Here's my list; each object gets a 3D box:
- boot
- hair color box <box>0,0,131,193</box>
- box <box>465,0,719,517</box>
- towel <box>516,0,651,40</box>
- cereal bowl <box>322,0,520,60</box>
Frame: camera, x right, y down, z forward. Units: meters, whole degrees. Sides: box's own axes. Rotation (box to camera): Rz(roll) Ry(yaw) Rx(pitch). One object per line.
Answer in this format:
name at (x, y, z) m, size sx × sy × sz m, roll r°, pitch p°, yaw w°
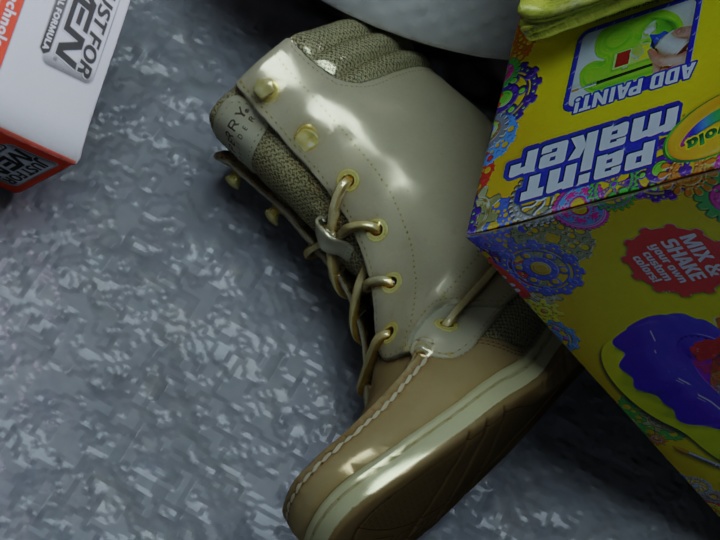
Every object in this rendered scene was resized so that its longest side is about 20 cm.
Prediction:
boot at (0.000, 0.000, 0.909) m, size 0.155 × 0.073 × 0.200 m, roll 41°, pitch 51°, yaw 10°
hair color box at (-0.178, -0.112, 0.887) m, size 0.200 × 0.061 × 0.102 m, roll 25°, pitch 69°, yaw -22°
box at (0.155, -0.038, 0.897) m, size 0.200 × 0.122 × 0.193 m, roll 47°, pitch 43°, yaw -35°
towel at (0.087, -0.158, 0.889) m, size 0.086 × 0.018 × 0.200 m, roll -20°, pitch 41°, yaw 19°
cereal bowl at (0.037, -0.172, 1.002) m, size 0.200 × 0.083 × 0.200 m, roll 15°, pitch 37°, yaw -12°
